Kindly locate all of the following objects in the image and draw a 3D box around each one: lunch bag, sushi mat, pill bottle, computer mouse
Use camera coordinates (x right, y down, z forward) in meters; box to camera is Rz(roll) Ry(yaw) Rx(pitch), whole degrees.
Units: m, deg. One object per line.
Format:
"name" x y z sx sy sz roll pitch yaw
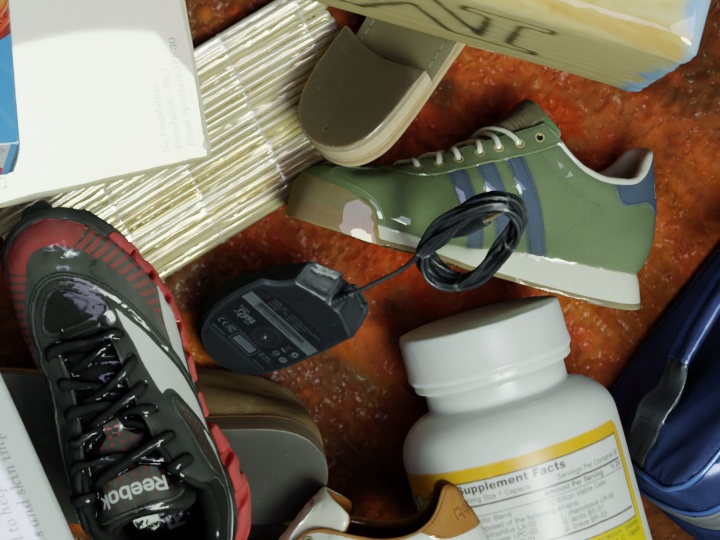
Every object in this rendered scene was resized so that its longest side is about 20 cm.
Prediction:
"lunch bag" 0.225 0.052 1.542 0.132 0.136 0.200 37 89 -26
"sushi mat" -0.085 -0.054 1.463 0.200 0.012 0.096 -32 113 -10
"pill bottle" 0.085 0.120 1.510 0.112 0.113 0.201 -17 95 -15
"computer mouse" 0.000 0.000 1.443 0.199 0.034 0.059 -23 127 32

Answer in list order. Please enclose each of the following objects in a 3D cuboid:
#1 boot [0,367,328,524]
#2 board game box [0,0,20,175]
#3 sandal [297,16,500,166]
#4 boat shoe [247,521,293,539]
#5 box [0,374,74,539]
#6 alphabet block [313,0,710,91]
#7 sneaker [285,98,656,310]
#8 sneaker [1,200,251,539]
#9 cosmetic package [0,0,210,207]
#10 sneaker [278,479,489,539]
"boot" -0.117 0.077 1.465 0.199 0.076 0.074 9 115 -8
"board game box" -0.252 -0.138 1.293 0.199 0.056 0.197 -3 78 -12
"sandal" 0.055 -0.130 1.475 0.212 0.078 0.070 -49 148 -5
"boat shoe" -0.023 0.174 1.510 0.199 0.065 0.073 27 134 -25
"box" -0.231 0.147 1.343 0.199 0.131 0.200 -24 95 -13
"alphabet block" 0.065 -0.202 1.333 0.199 0.196 0.196 15 87 -2
"sneaker" 0.062 -0.045 1.497 0.199 0.067 0.090 14 93 -24
"sneaker" -0.107 0.065 1.370 0.071 0.098 0.201 -20 109 8
"cosmetic package" -0.178 -0.082 1.380 0.199 0.073 0.104 -15 105 -15
"sneaker" -0.036 0.152 1.440 0.199 0.073 0.085 -18 98 -3
